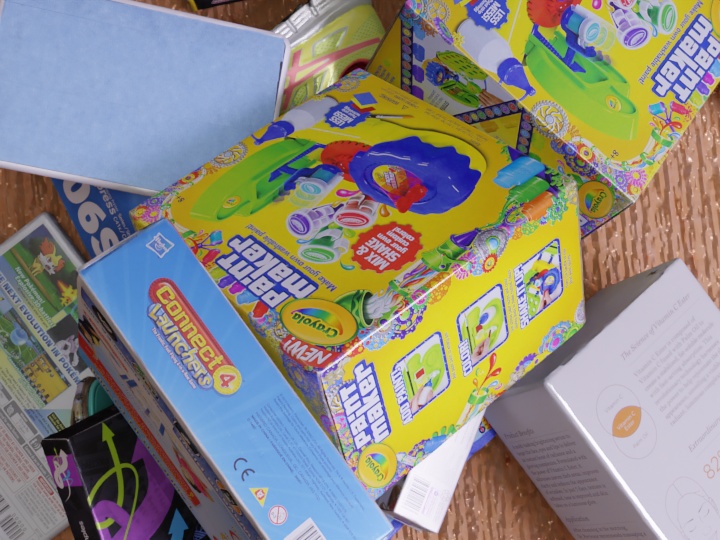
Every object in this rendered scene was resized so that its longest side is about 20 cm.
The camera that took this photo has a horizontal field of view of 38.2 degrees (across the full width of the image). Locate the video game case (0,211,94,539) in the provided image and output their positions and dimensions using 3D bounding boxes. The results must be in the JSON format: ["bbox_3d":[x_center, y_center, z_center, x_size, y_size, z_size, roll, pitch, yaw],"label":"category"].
[{"bbox_3d":[-0.250,0.090,0.790,0.182,0.022,0.201,-37,90,-3],"label":"video game case"}]

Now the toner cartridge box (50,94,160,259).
[{"bbox_3d":[-0.195,-0.105,0.761,0.095,0.043,0.201,-28,90,36],"label":"toner cartridge box"}]

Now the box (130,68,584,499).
[{"bbox_3d":[0.000,0.000,0.649,0.192,0.123,0.200,-36,46,-22],"label":"box"}]

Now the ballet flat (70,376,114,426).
[{"bbox_3d":[-0.176,0.174,0.754,0.072,0.072,0.202,-24,105,-3],"label":"ballet flat"}]

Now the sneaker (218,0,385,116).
[{"bbox_3d":[-0.058,-0.130,0.776,0.199,0.078,0.091,-37,100,1],"label":"sneaker"}]

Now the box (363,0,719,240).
[{"bbox_3d":[0.140,-0.156,0.732,0.192,0.122,0.200,40,67,-2],"label":"box"}]

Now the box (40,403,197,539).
[{"bbox_3d":[-0.126,0.182,0.729,0.036,0.143,0.202,-8,102,39],"label":"box"}]

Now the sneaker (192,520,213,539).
[{"bbox_3d":[-0.032,0.209,0.740,0.199,0.070,0.079,11,78,-39],"label":"sneaker"}]

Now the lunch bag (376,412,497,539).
[{"bbox_3d":[0.033,0.077,0.777,0.200,0.094,0.151,-38,95,-15],"label":"lunch bag"}]

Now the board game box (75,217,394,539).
[{"bbox_3d":[-0.085,0.091,0.601,0.056,0.196,0.201,-35,86,-21],"label":"board game box"}]

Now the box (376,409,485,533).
[{"bbox_3d":[0.067,0.082,0.729,0.041,0.039,0.201,29,73,-21],"label":"box"}]

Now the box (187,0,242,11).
[{"bbox_3d":[-0.036,-0.244,0.736,0.198,0.160,0.050,-13,89,-3],"label":"box"}]

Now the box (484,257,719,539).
[{"bbox_3d":[0.211,0.122,0.741,0.152,0.106,0.201,-36,90,-25],"label":"box"}]

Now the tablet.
[{"bbox_3d":[-0.154,-0.118,0.712,0.198,0.014,0.131,10,85,-9],"label":"tablet"}]
